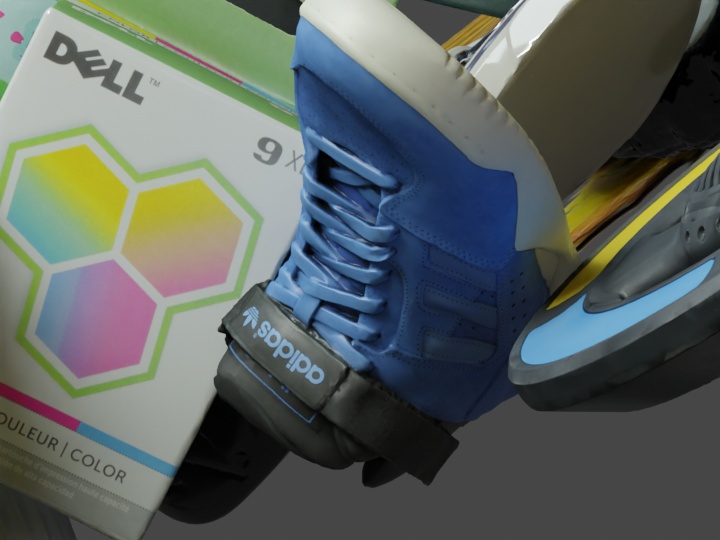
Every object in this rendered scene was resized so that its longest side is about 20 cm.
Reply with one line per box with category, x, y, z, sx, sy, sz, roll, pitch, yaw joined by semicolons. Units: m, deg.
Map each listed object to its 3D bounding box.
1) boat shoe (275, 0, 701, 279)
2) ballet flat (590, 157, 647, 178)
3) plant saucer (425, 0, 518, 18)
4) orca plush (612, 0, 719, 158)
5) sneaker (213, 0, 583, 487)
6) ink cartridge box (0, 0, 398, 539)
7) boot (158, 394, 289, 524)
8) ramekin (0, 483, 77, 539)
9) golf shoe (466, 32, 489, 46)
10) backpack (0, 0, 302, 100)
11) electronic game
boat shoe;0.025;-0.050;0.965;0.200;0.075;0.093;-51;49;6
ballet flat;0.104;-0.071;1.158;0.062;0.067;0.200;-48;9;-25
plant saucer;0.038;-0.116;1.063;0.200;0.200;0.036;-102;25;-84
orca plush;0.128;-0.071;0.969;0.200;0.105;0.071;-21;47;18
sneaker;0.001;0.001;0.849;0.111;0.077;0.200;-44;-28;-6
ink cartridge box;-0.074;-0.023;0.925;0.200;0.104;0.059;-62;6;6
boot;0.002;0.003;1.115;0.204;0.073;0.154;-41;4;33
ramekin;-0.193;0.116;1.015;0.200;0.105;0.200;-30;-20;-12
golf shoe;0.016;-0.039;1.251;0.200;0.078;0.097;-46;-22;-3
backpack;-0.106;-0.032;1.115;0.178;0.151;0.200;-53;-9;-26
electronic game;0.123;-0.027;0.788;0.200;0.042;0.200;-37;5;4
